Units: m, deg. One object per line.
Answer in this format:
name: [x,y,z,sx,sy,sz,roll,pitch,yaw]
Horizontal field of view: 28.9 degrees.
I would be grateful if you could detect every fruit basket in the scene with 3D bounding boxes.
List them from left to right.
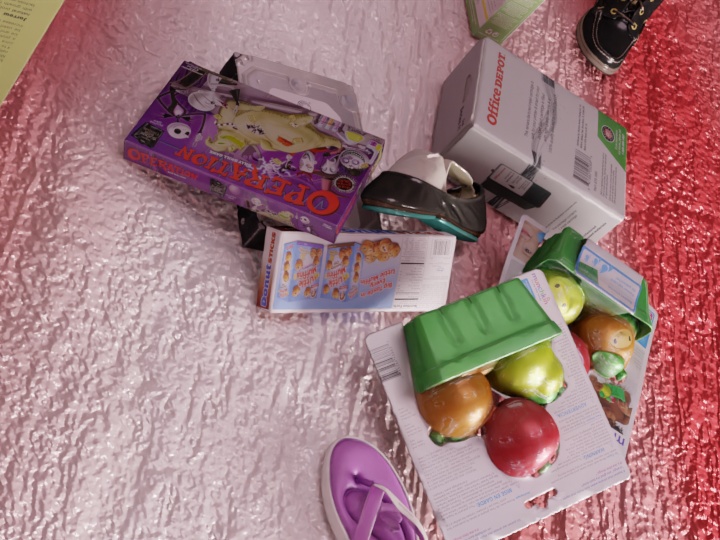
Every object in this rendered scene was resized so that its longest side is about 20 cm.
fruit basket: [0.117,0.120,1.207,0.184,0.094,0.202,-21,88,-20]
fruit basket: [0.204,0.065,1.334,0.185,0.094,0.201,34,47,-14]

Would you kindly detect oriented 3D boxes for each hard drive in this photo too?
hard drive: [-0.054,-0.102,1.292,0.139,0.038,0.201,13,52,-32]

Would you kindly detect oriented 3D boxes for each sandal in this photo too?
sandal: [0.025,0.220,1.104,0.082,0.050,0.204,6,56,-35]

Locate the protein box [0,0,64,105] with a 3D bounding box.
protein box: [-0.337,-0.246,1.053,0.197,0.200,0.136,11,53,-32]

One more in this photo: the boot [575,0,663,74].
boot: [0.345,-0.336,1.700,0.073,0.151,0.200,40,43,-6]

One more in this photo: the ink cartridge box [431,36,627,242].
ink cartridge box: [0.178,-0.129,1.462,0.199,0.083,0.147,30,45,-18]

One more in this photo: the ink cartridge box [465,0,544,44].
ink cartridge box: [0.193,-0.370,1.567,0.048,0.200,0.147,16,50,-31]

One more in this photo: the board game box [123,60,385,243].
board game box: [-0.090,-0.106,1.211,0.199,0.032,0.121,22,53,7]

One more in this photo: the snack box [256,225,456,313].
snack box: [0.000,0.000,1.237,0.199,0.024,0.073,1,104,-38]

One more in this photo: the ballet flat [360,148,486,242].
ballet flat: [0.061,-0.075,1.303,0.200,0.068,0.069,14,90,-61]
